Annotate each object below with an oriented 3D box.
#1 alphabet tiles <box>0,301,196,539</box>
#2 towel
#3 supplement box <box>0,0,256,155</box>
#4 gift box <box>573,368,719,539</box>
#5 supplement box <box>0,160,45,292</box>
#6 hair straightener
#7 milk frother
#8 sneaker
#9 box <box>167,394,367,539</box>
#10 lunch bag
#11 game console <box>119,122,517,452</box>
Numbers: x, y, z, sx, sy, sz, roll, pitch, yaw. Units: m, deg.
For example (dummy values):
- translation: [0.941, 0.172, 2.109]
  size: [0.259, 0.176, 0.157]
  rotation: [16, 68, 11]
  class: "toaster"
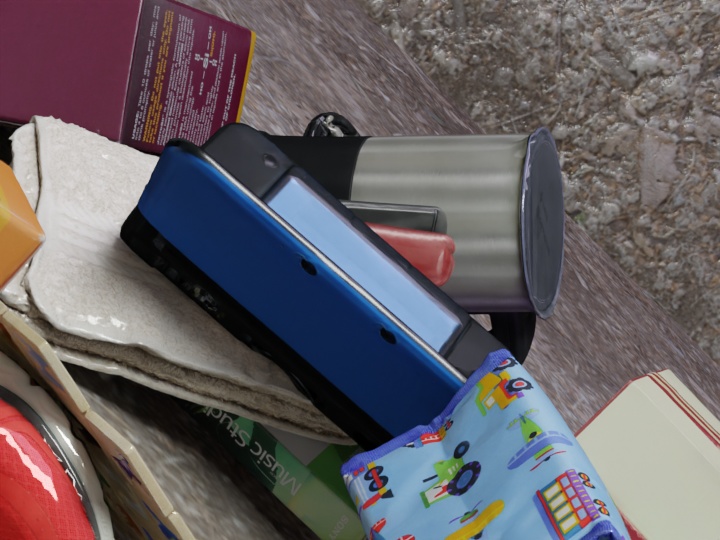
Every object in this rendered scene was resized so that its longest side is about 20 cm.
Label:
- translation: [-0.110, 0.064, 0.903]
  size: [0.200, 0.006, 0.167]
  rotation: [32, -23, 52]
  class: "alphabet tiles"
- translation: [-0.082, 0.003, 1.153]
  size: [0.199, 0.034, 0.133]
  rotation: [19, 44, -24]
  class: "towel"
- translation: [-0.144, -0.113, 1.332]
  size: [0.110, 0.086, 0.200]
  rotation: [11, 2, 14]
  class: "supplement box"
- translation: [0.196, 0.176, 1.459]
  size: [0.187, 0.185, 0.200]
  rotation: [47, 16, 12]
  class: "gift box"
- translation: [-0.225, -0.055, 0.969]
  size: [0.200, 0.069, 0.067]
  rotation: [36, 13, -38]
  class: "supplement box"
- translation: [-0.047, -0.028, 1.360]
  size: [0.199, 0.041, 0.077]
  rotation: [2, 28, -5]
  class: "hair straightener"
- translation: [0.036, -0.042, 1.493]
  size: [0.181, 0.187, 0.201]
  rotation: [71, 25, -49]
  class: "milk frother"
- translation: [-0.172, 0.052, 0.825]
  size: [0.200, 0.077, 0.085]
  rotation: [46, 31, 1]
  class: "sneaker"
- translation: [-0.034, 0.037, 1.216]
  size: [0.200, 0.036, 0.144]
  rotation: [42, 45, 10]
  class: "box"
- translation: [0.096, 0.156, 0.969]
  size: [0.200, 0.094, 0.151]
  rotation: [51, 6, -27]
  class: "lunch bag"
- translation: [0.000, 0.000, 1.104]
  size: [0.200, 0.118, 0.171]
  rotation: [41, 38, -1]
  class: "game console"
